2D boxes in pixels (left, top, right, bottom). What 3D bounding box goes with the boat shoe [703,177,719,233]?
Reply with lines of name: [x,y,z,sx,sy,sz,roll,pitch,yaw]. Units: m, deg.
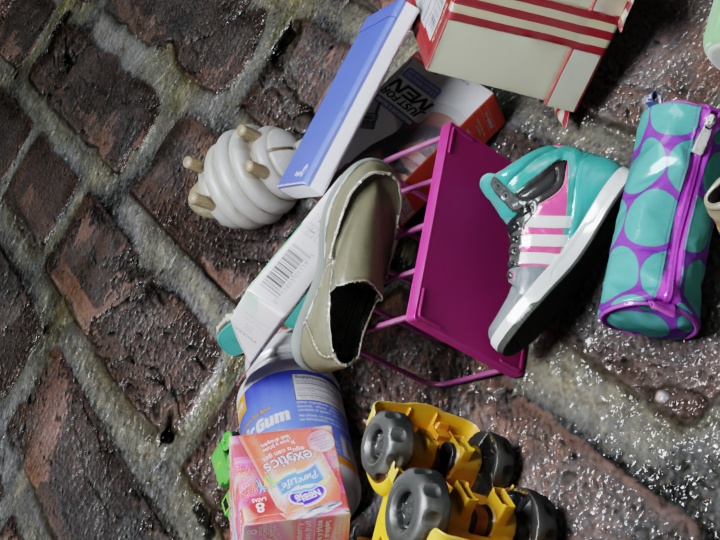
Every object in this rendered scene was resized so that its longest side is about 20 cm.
boat shoe: [0.353,-0.063,1.015,0.199,0.068,0.075,-25,48,42]

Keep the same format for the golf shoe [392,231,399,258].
golf shoe: [0.007,-0.088,1.483,0.075,0.091,0.201,-18,51,49]

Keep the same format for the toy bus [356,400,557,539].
toy bus: [0.057,0.237,1.159,0.193,0.135,0.200,-66,28,22]

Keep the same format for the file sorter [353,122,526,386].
file sorter: [0.077,-0.007,1.284,0.125,0.139,0.201,-18,52,48]

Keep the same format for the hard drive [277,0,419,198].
hard drive: [-0.015,-0.167,1.337,0.201,0.025,0.132,-63,14,-6]

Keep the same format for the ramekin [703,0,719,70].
ramekin: [0.352,-0.181,0.995,0.200,0.199,0.098,19,89,57]

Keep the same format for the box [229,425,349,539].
box: [-0.067,0.248,1.228,0.103,0.094,0.201,-106,15,-45]

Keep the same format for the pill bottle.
pill bottle: [-0.068,0.162,1.379,0.112,0.112,0.201,-44,37,24]

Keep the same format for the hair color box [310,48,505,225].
hair color box: [0.041,-0.129,1.411,0.200,0.064,0.111,-46,58,-5]

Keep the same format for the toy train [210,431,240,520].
toy train: [-0.123,0.251,1.455,0.057,0.042,0.200,-58,32,23]

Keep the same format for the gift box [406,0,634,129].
gift box: [0.160,-0.259,1.287,0.201,0.185,0.185,-100,26,-47]

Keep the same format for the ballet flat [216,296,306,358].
ballet flat: [-0.088,0.040,1.543,0.199,0.076,0.064,-23,15,37]

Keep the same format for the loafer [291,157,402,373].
loafer: [0.000,0.000,1.204,0.070,0.075,0.201,16,92,56]

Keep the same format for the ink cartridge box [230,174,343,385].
ink cartridge box: [-0.072,0.012,1.324,0.161,0.050,0.200,-53,2,-29]

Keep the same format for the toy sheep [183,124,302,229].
toy sheep: [-0.131,-0.118,1.657,0.199,0.138,0.139,-22,49,30]

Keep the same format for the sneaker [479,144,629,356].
sneaker: [0.148,-0.033,1.216,0.120,0.084,0.201,36,89,25]

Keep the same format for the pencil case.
pencil case: [0.255,-0.044,1.117,0.092,0.085,0.201,124,162,-70]
